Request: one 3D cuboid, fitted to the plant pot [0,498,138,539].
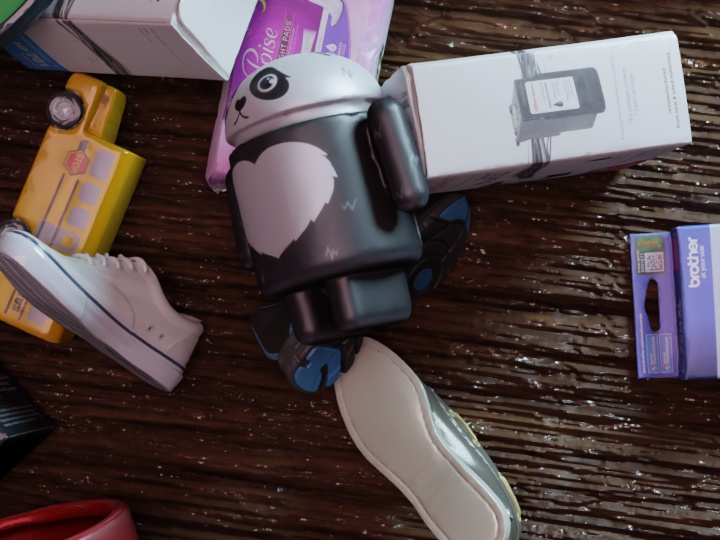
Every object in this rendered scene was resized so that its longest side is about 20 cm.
[{"bbox_3d":[-0.249,0.284,1.024,0.198,0.200,0.185,-11,92,4],"label":"plant pot"}]

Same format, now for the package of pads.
[{"bbox_3d":[-0.046,-0.150,1.084,0.119,0.076,0.203,11,89,1],"label":"package of pads"}]

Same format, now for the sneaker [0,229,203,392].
[{"bbox_3d":[-0.196,0.016,1.053,0.072,0.200,0.071,14,69,40],"label":"sneaker"}]

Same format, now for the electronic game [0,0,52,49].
[{"bbox_3d":[-0.282,-0.233,1.021,0.198,0.042,0.202,-14,59,24],"label":"electronic game"}]

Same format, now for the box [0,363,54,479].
[{"bbox_3d":[-0.385,0.117,1.077,0.200,0.124,0.197,-42,84,2],"label":"box"}]

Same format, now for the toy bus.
[{"bbox_3d":[-0.231,-0.050,1.099,0.078,0.065,0.202,23,90,4],"label":"toy bus"}]

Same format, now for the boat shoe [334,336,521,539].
[{"bbox_3d":[0.051,0.137,1.072,0.072,0.060,0.202,-44,67,16],"label":"boat shoe"}]

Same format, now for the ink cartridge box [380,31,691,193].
[{"bbox_3d":[0.119,-0.110,1.017,0.197,0.145,0.085,-8,89,-9],"label":"ink cartridge box"}]

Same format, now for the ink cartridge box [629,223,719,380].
[{"bbox_3d":[0.312,0.023,1.072,0.197,0.042,0.121,-3,87,6],"label":"ink cartridge box"}]

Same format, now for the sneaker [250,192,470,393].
[{"bbox_3d":[0.000,0.000,1.076,0.200,0.074,0.082,-41,51,-13],"label":"sneaker"}]

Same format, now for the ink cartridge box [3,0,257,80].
[{"bbox_3d":[-0.174,-0.228,1.037,0.198,0.086,0.148,9,69,29],"label":"ink cartridge box"}]

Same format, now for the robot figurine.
[{"bbox_3d":[-0.027,-0.053,0.979,0.148,0.125,0.203,-14,84,3],"label":"robot figurine"}]
